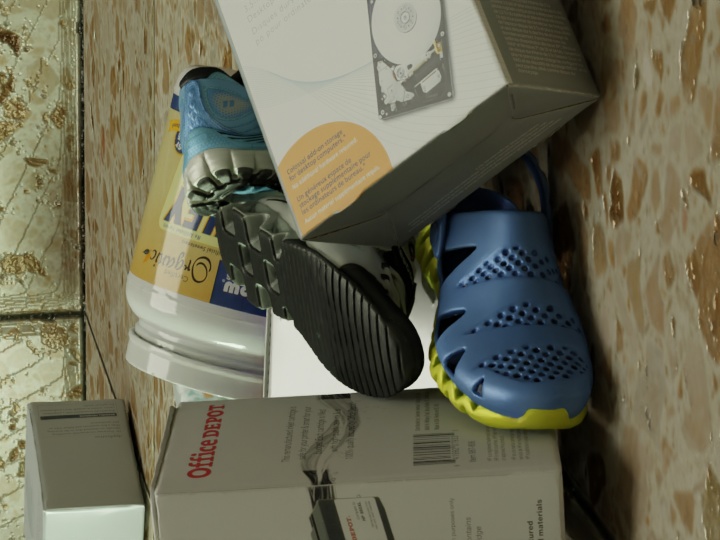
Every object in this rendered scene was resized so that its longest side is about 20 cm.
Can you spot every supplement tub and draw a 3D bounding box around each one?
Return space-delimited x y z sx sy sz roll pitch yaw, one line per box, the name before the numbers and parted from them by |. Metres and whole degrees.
supplement tub | -0.073 -0.023 1.845 0.144 0.143 0.201 -142 65 -75

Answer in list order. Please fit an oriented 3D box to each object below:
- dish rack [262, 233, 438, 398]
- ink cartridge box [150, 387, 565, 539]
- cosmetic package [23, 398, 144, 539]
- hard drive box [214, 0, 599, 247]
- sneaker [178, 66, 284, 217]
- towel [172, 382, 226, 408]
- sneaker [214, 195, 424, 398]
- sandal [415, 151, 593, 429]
dish rack | 0.003 0.065 1.579 0.171 0.043 0.202 -6 79 41
ink cartridge box | 0.001 0.119 1.405 0.145 0.198 0.085 -84 -9 -75
cosmetic package | -0.323 0.290 3.262 0.200 0.122 0.200 -106 18 -53
hard drive box | 0.012 -0.136 1.414 0.156 0.077 0.201 -36 64 35
sneaker | -0.039 -0.079 1.615 0.200 0.078 0.091 12 -121 -62
towel | -0.070 0.034 1.966 0.171 0.048 0.201 -29 56 35
sneaker | 0.000 0.000 1.494 0.200 0.088 0.075 42 144 54
sandal | 0.072 0.004 1.422 0.200 0.079 0.087 -110 25 -51
